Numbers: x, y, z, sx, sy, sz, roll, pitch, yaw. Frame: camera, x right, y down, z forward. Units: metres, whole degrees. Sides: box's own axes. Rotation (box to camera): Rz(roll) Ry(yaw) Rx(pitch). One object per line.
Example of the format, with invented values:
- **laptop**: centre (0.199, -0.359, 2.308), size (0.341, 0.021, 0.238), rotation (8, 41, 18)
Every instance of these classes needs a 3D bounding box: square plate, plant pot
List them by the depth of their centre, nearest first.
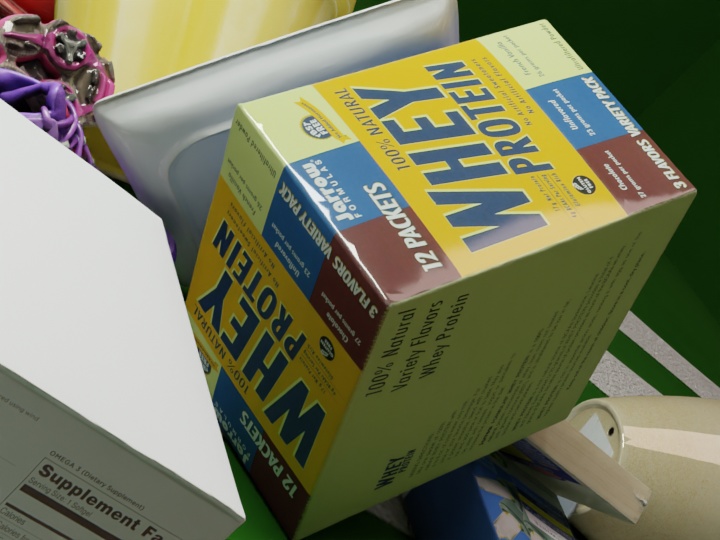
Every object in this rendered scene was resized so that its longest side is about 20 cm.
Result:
- **square plate**: centre (-0.030, -0.061, 0.917), size (0.201, 0.196, 0.029), rotation (75, -4, -62)
- **plant pot**: centre (-0.107, -0.154, 1.011), size (0.198, 0.191, 0.201), rotation (13, -13, 3)
- **plant pot**: centre (0.250, 0.175, 1.316), size (0.199, 0.188, 0.188), rotation (22, 24, -28)

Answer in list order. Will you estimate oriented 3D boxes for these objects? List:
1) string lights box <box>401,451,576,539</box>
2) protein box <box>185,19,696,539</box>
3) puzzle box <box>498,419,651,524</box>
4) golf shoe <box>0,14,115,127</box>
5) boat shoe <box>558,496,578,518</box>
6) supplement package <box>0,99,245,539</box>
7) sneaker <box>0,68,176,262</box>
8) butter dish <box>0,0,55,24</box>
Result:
- **string lights box**: centre (0.091, 0.186, 0.982), size (0.102, 0.059, 0.200), rotation (37, 16, -25)
- **protein box**: centre (0.031, 0.003, 0.867), size (0.199, 0.199, 0.135), rotation (-19, 58, -32)
- **puzzle box**: centre (0.083, 0.102, 1.082), size (0.133, 0.026, 0.199), rotation (39, -14, -31)
- **golf shoe**: centre (-0.235, -0.118, 0.878), size (0.199, 0.073, 0.092), rotation (25, -20, -29)
- **boat shoe**: centre (0.100, 0.096, 1.245), size (0.202, 0.074, 0.086), rotation (50, 14, 5)
- **supplement package**: centre (-0.147, 0.027, 0.598), size (0.155, 0.111, 0.201), rotation (38, 16, -32)
- **sneaker**: centre (-0.161, -0.051, 0.841), size (0.200, 0.083, 0.081), rotation (37, 16, -38)
- **butter dish**: centre (-0.176, -0.230, 1.174), size (0.199, 0.148, 0.201), rotation (34, 18, -40)
